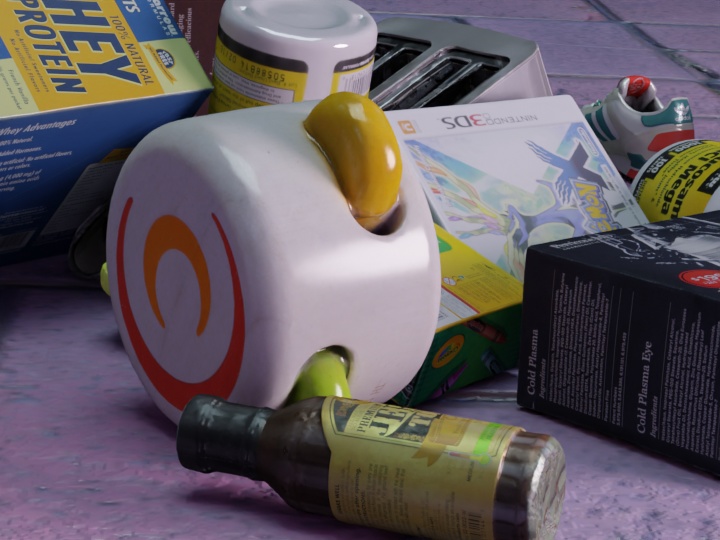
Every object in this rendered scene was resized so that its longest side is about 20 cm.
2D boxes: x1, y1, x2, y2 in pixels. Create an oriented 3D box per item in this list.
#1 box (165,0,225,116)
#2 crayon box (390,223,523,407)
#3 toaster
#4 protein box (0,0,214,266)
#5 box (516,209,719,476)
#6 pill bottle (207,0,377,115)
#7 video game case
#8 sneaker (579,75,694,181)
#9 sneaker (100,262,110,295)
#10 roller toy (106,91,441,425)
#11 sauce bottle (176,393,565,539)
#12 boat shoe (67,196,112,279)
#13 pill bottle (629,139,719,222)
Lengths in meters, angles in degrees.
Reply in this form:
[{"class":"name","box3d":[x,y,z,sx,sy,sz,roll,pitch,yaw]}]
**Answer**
[{"class":"box","box3d":[-0.131,-0.204,2.013,0.199,0.165,0.166,5,15,11]},{"class":"crayon box","box3d":[0.000,0.000,1.342,0.200,0.058,0.119,35,30,28]},{"class":"toaster","box3d":[0.048,-0.099,1.619,0.181,0.119,0.200,18,46,43]},{"class":"protein box","box3d":[-0.248,-0.109,1.475,0.198,0.200,0.135,-13,65,-42]},{"class":"box","box3d":[0.227,0.039,1.271,0.200,0.104,0.182,-10,18,-42]},{"class":"pill bottle","box3d":[-0.055,-0.090,1.494,0.111,0.201,0.111,8,25,-4]},{"class":"video game case","box3d":[0.122,-0.034,1.454,0.182,0.022,0.200,-9,59,-37]},{"class":"sneaker","box3d":[0.245,-0.141,1.986,0.070,0.094,0.200,-6,17,-31]},{"class":"sneaker","box3d":[-0.080,0.014,1.411,0.200,0.074,0.084,-5,42,-41]},{"class":"roller toy","box3d":[-0.046,-0.004,1.202,0.139,0.201,0.182,-12,15,-35]},{"class":"sauce bottle","box3d":[0.002,0.098,1.077,0.199,0.065,0.065,8,15,19]},{"class":"boat shoe","box3d":[-0.134,-0.038,1.463,0.064,0.071,0.200,-23,-7,-43]},{"class":"pill bottle","box3d":[0.272,-0.028,1.486,0.112,0.113,0.200,-1,9,-16]}]
